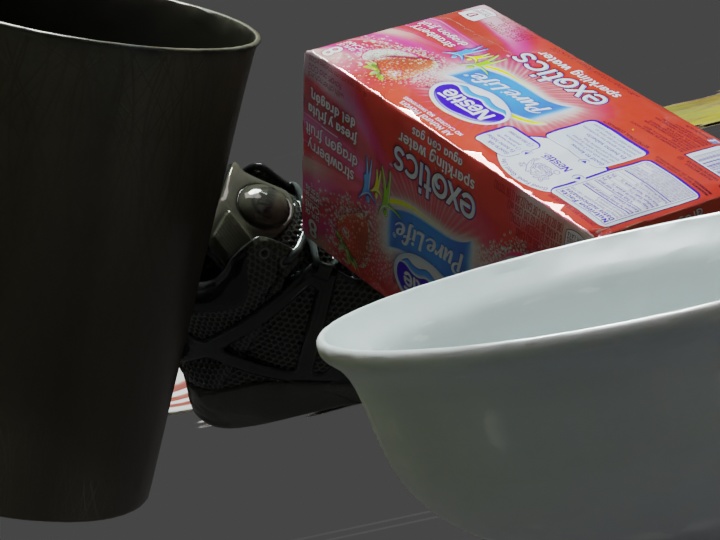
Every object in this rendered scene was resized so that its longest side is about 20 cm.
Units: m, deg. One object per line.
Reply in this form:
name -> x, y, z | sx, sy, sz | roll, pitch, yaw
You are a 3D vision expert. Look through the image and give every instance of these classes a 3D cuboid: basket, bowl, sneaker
basket -> -0.125, -0.010, 0.994 | 0.136, 0.201, 0.180 | 12, 13, 4
bowl -> 0.093, 0.041, 0.731 | 0.201, 0.091, 0.201 | -14, 6, 2
sneaker -> 0.000, 0.000, 1.108 | 0.199, 0.114, 0.076 | -12, 37, 13

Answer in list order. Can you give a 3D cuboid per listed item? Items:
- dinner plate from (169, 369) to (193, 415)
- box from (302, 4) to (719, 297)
dinner plate -> -0.143, 0.014, 1.267 | 0.200, 0.024, 0.200 | 18, 34, -12
box -> 0.069, -0.026, 1.006 | 0.100, 0.096, 0.200 | -17, 35, -31
